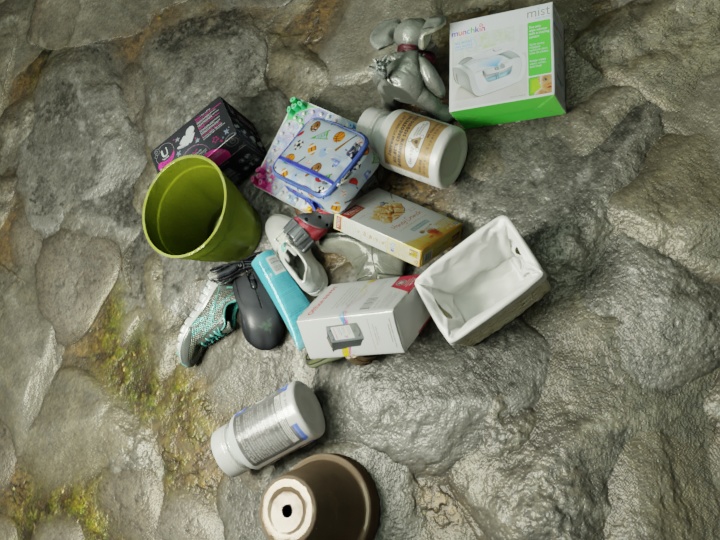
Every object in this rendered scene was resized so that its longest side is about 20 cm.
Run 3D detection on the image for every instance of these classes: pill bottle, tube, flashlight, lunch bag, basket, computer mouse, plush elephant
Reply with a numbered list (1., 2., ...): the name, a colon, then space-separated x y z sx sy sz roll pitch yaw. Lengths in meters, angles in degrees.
1. pill bottle: -0.174 0.298 1.564 0.198 0.113 0.116 -30 66 16
2. pill bottle: 0.091 -0.237 1.573 0.197 0.114 0.116 23 87 29
3. tube: -0.139 0.054 1.625 0.077 0.051 0.202 -29 74 -18
4. flashlight: -0.059 -0.125 1.592 0.068 0.068 0.200 42 86 20
5. lunch bag: -0.067 -0.193 1.560 0.161 0.076 0.199 -50 44 -11
6. basket: 0.216 0.026 1.438 0.199 0.123 0.137 -37 64 14
7. computer mouse: -0.209 0.058 1.653 0.136 0.053 0.203 -18 71 -17
8. plush elephant: 0.097 -0.398 1.577 0.162 0.199 0.158 18 80 36

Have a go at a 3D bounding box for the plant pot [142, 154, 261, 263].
1. plant pot: -0.299 -0.100 1.685 0.196 0.192 0.205 -7 74 23

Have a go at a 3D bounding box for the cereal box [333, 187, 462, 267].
1. cereal box: 0.068 -0.082 1.534 0.197 0.143 0.040 26 127 28

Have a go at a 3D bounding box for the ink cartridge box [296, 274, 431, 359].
1. ink cartridge box: 0.010 0.081 1.482 0.196 0.148 0.087 -8 111 31

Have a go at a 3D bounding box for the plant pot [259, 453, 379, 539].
1. plant pot: -0.089 0.416 1.458 0.196 0.174 0.205 -7 73 25

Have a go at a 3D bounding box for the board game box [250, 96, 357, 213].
1. board game box: -0.106 -0.228 1.678 0.198 0.026 0.203 27 90 29

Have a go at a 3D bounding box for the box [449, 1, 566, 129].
1. box: 0.268 -0.369 1.533 0.196 0.096 0.181 -4 77 26

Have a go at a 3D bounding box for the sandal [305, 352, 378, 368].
1. sandal: -0.005 0.147 1.553 0.197 0.080 0.058 -19 105 17

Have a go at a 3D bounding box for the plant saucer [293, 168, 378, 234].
1. plant saucer: -0.059 -0.173 1.676 0.196 0.037 0.205 -7 75 24

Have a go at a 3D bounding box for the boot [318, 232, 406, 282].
1. boot: 0.000 0.000 1.586 0.196 0.067 0.134 4 83 27

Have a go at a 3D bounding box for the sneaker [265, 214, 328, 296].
1. sneaker: -0.137 -0.043 1.649 0.075 0.088 0.201 -43 62 11

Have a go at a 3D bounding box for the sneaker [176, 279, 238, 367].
1. sneaker: -0.299 0.111 1.700 0.090 0.077 0.203 26 91 25

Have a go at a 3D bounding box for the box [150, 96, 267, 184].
1. box: -0.316 -0.242 1.765 0.198 0.132 0.116 -35 61 14
